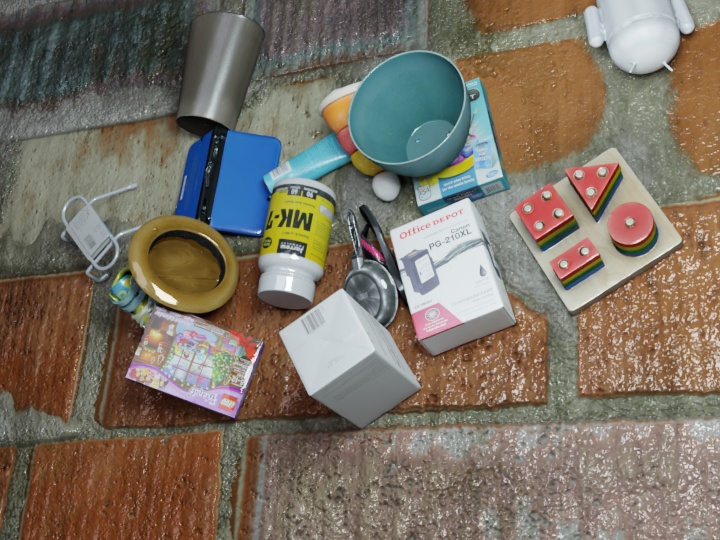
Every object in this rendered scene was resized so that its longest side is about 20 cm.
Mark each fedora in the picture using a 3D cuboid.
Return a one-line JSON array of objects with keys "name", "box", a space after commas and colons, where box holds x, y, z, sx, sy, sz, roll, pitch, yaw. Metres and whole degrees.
[{"name": "fedora", "box": [-0.313, 0.000, 1.822, 0.082, 0.198, 0.203, -45, 45, 51]}]

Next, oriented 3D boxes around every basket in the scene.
[{"name": "basket", "box": [-0.274, -0.362, 1.982, 0.179, 0.135, 0.202, -6, 68, 53]}]

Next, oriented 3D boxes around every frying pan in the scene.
[{"name": "frying pan", "box": [0.013, 0.004, 1.690, 0.114, 0.031, 0.192, 12, 108, 40]}]

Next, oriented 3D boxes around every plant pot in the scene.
[{"name": "plant pot", "box": [0.097, -0.232, 1.691, 0.198, 0.135, 0.202, -10, 64, 22]}]

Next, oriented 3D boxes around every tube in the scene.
[{"name": "tube", "box": [-0.077, -0.195, 1.867, 0.199, 0.050, 0.078, -30, 71, 3]}]

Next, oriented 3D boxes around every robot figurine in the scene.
[{"name": "robot figurine", "box": [0.444, -0.398, 1.673, 0.167, 0.113, 0.202, -8, 63, 6]}]

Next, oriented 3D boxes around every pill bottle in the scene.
[{"name": "pill bottle", "box": [-0.110, -0.044, 1.774, 0.113, 0.114, 0.202, -1, 68, 24]}]

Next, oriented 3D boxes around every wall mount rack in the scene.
[{"name": "wall mount rack", "box": [-0.476, -0.082, 1.989, 0.174, 0.074, 0.200, -46, 57, 5]}]

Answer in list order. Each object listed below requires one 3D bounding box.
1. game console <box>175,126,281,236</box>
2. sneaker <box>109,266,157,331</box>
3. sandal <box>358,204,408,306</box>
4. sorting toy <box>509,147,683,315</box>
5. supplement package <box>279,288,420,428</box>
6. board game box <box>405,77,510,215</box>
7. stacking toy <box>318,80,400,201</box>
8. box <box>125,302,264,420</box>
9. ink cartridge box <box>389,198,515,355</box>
[{"name": "game console", "box": [-0.249, -0.150, 1.942, 0.170, 0.117, 0.202, -21, 55, 52]}, {"name": "sneaker", "box": [-0.377, 0.079, 1.829, 0.079, 0.130, 0.201, -38, 57, 14]}, {"name": "sandal", "box": [0.029, -0.025, 1.723, 0.045, 0.075, 0.201, -25, 62, 3]}, {"name": "sorting toy", "box": [0.351, -0.073, 1.597, 0.198, 0.070, 0.201, -33, 58, 8]}, {"name": "supplement package", "box": [-0.013, 0.138, 1.595, 0.121, 0.200, 0.120, -34, 58, 7]}, {"name": "board game box", "box": [0.155, -0.208, 1.762, 0.149, 0.047, 0.202, -18, 62, 17]}, {"name": "stacking toy", "box": [0.018, -0.213, 1.794, 0.145, 0.146, 0.202, -18, 82, 16]}, {"name": "box", "box": [-0.276, 0.152, 1.762, 0.198, 0.039, 0.138, 19, 76, 5]}, {"name": "ink cartridge box", "box": [0.142, 0.009, 1.649, 0.143, 0.084, 0.202, -22, 60, 14]}]
